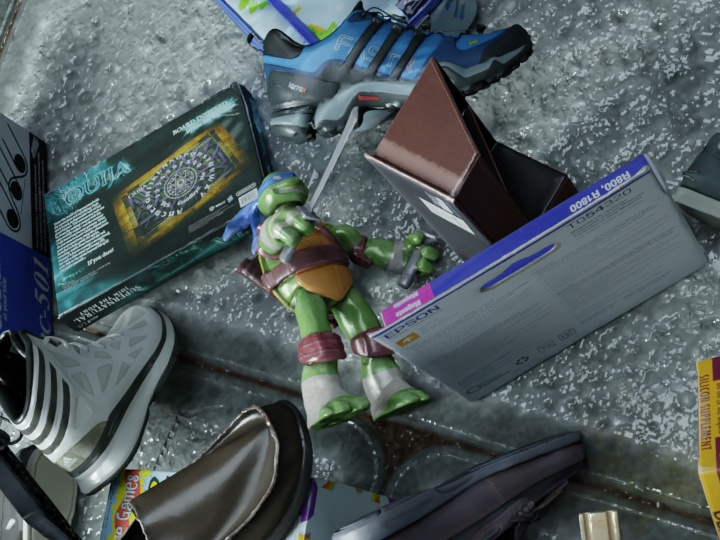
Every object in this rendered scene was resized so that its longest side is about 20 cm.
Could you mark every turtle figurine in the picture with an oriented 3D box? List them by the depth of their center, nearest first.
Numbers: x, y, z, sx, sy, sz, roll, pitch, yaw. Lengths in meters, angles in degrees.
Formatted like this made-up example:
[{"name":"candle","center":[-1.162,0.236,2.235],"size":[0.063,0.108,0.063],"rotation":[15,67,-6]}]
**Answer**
[{"name":"turtle figurine","center":[0.000,0.000,1.011],"size":[0.198,0.144,0.196],"rotation":[-19,76,10]}]

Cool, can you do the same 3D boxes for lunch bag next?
[{"name":"lunch bag","center":[-0.019,-0.217,1.132],"size":[0.161,0.082,0.200],"rotation":[-45,60,8]}]

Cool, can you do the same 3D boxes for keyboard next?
[{"name":"keyboard","center":[-0.249,0.132,1.037],"size":[0.040,0.104,0.200],"rotation":[-47,42,-9]}]

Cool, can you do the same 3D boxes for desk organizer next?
[{"name":"desk organizer","center":[0.085,-0.055,0.962],"size":[0.071,0.200,0.077],"rotation":[29,84,29]}]

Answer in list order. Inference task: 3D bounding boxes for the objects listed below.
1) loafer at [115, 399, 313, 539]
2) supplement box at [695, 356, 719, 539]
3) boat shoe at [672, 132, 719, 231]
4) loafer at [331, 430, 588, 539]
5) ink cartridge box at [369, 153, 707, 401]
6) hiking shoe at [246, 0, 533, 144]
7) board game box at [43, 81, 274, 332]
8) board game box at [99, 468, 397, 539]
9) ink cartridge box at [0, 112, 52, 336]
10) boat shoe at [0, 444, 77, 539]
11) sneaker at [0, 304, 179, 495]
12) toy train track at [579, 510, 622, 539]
[{"name":"loafer","center":[-0.106,0.160,0.895],"size":[0.200,0.071,0.073],"rotation":[-51,46,14]},{"name":"supplement box","center":[0.305,0.098,0.851],"size":[0.198,0.086,0.111],"rotation":[-14,30,20]},{"name":"boat shoe","center":[0.299,-0.036,0.932],"size":[0.199,0.073,0.062],"rotation":[25,88,34]},{"name":"loafer","center":[0.073,0.161,0.929],"size":[0.072,0.199,0.064],"rotation":[-34,76,56]},{"name":"ink cartridge box","center":[0.115,0.003,0.929],"size":[0.195,0.200,0.044],"rotation":[-31,63,11]},{"name":"hiking shoe","center":[0.025,-0.154,1.025],"size":[0.198,0.074,0.088],"rotation":[-15,91,-5]},{"name":"board game box","center":[-0.162,-0.052,1.155],"size":[0.199,0.028,0.136],"rotation":[-28,51,14]},{"name":"board game box","center":[-0.077,0.196,0.979],"size":[0.199,0.104,0.104],"rotation":[-5,70,41]},{"name":"ink cartridge box","center":[-0.298,-0.028,1.188],"size":[0.044,0.094,0.202],"rotation":[-14,67,19]},{"name":"boat shoe","center":[-0.259,0.234,1.107],"size":[0.057,0.067,0.202],"rotation":[-15,61,40]},{"name":"sneaker","center":[-0.203,0.061,1.057],"size":[0.075,0.115,0.201],"rotation":[-38,21,23]},{"name":"toy train track","center":[0.189,0.196,0.844],"size":[0.198,0.033,0.116],"rotation":[-8,107,15]}]
